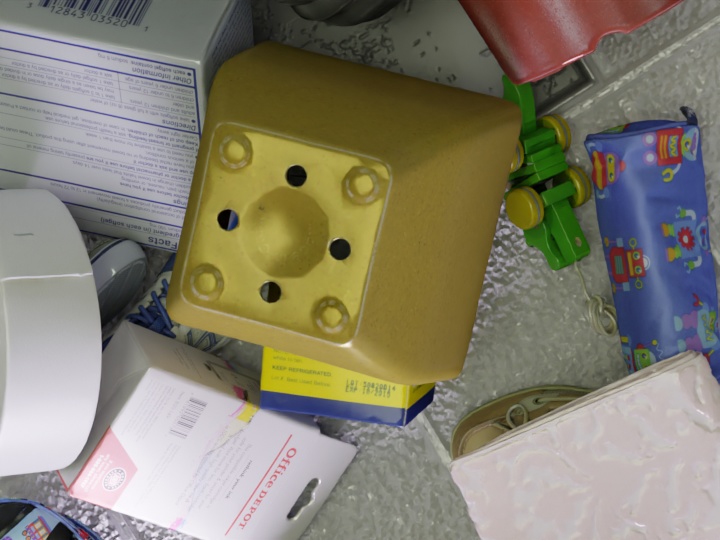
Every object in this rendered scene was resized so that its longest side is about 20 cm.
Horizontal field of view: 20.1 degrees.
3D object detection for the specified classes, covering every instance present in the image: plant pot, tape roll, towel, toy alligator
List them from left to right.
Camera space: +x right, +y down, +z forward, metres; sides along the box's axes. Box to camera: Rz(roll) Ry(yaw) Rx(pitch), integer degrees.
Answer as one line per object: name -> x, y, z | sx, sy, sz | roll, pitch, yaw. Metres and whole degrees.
tape roll -> -0.252, 0.043, 1.418 | 0.071, 0.202, 0.204 | -3, 97, -30
plant pot -> -0.023, -0.033, 1.296 | 0.193, 0.200, 0.196 | 15, 98, 11
plant pot -> 0.122, -0.244, 1.367 | 0.200, 0.201, 0.196 | -27, 97, 14
toy alligator -> 0.130, -0.043, 1.450 | 0.054, 0.059, 0.201 | -16, 96, 57
towel -> 0.184, 0.179, 1.389 | 0.190, 0.032, 0.201 | -23, 98, 9

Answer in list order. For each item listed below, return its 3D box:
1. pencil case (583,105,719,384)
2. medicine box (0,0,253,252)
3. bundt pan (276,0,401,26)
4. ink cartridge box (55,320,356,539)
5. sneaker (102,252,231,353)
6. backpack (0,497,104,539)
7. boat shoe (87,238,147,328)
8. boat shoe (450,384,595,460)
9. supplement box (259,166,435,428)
pencil case -> 0.212, -0.010, 1.419 | 0.078, 0.087, 0.201 | -7, 95, 52
medicine box -> -0.173, -0.122, 1.434 | 0.181, 0.103, 0.200 | 12, 139, 12
bundt pan -> -0.045, -0.246, 1.400 | 0.202, 0.202, 0.076 | 48, 114, 5
ink cartridge box -> -0.113, 0.129, 1.482 | 0.200, 0.068, 0.117 | 25, 106, -35
sneaker -> -0.142, 0.046, 1.502 | 0.075, 0.088, 0.200 | 35, 101, 9
backpack -> -0.254, 0.264, 1.525 | 0.182, 0.135, 0.200 | 41, 103, 7
boat shoe -> -0.229, 0.029, 1.502 | 0.062, 0.072, 0.200 | 54, 129, 10
boat shoe -> 0.159, 0.122, 1.451 | 0.200, 0.063, 0.074 | -2, 95, 13
supplement box -> 0.000, 0.000, 1.452 | 0.108, 0.110, 0.201 | 7, 98, 12
